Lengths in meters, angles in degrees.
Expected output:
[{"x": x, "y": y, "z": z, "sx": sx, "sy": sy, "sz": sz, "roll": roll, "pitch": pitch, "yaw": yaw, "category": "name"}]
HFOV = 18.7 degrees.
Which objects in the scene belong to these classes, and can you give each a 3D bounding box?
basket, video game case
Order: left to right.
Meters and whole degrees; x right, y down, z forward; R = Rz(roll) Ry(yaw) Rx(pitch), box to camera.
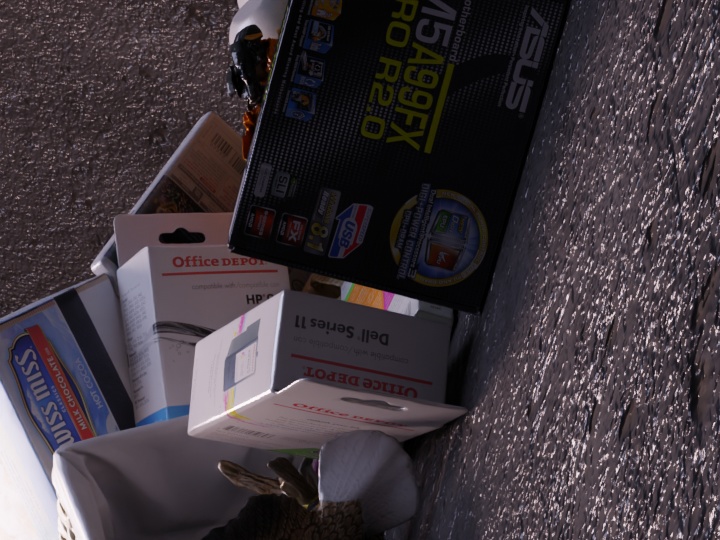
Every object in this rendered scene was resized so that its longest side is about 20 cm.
[{"x": -0.107, "y": 0.188, "z": 1.521, "sx": 0.136, "sy": 0.199, "sz": 0.124, "roll": 60, "pitch": 150, "yaw": 36, "category": "basket"}, {"x": -0.094, "y": 0.001, "z": 1.728, "sx": 0.023, "sy": 0.200, "sz": 0.182, "roll": -28, "pitch": 23, "yaw": 49, "category": "video game case"}]

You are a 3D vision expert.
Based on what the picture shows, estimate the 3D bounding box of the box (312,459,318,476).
[{"x": -0.029, "y": 0.161, "z": 1.698, "sx": 0.137, "sy": 0.039, "sz": 0.201, "roll": -87, "pitch": 13, "yaw": -58, "category": "box"}]

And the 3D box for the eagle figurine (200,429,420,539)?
[{"x": -0.040, "y": 0.203, "z": 1.315, "sx": 0.151, "sy": 0.151, "sz": 0.200, "roll": 68, "pitch": -152, "yaw": -23, "category": "eagle figurine"}]

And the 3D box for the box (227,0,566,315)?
[{"x": 0.020, "y": -0.090, "z": 1.311, "sx": 0.044, "sy": 0.159, "sz": 0.201, "roll": -100, "pitch": 25, "yaw": -77, "category": "box"}]

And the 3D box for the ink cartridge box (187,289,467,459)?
[{"x": -0.020, "y": 0.065, "z": 1.353, "sx": 0.200, "sy": 0.117, "sz": 0.068, "roll": 151, "pitch": 128, "yaw": -63, "category": "ink cartridge box"}]

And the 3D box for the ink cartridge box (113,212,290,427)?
[{"x": -0.112, "y": 0.045, "z": 1.631, "sx": 0.068, "sy": 0.116, "sz": 0.201, "roll": -31, "pitch": 65, "yaw": 59, "category": "ink cartridge box"}]

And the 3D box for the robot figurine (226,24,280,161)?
[{"x": -0.044, "y": -0.101, "z": 1.661, "sx": 0.058, "sy": 0.145, "sz": 0.201, "roll": -25, "pitch": 46, "yaw": 20, "category": "robot figurine"}]

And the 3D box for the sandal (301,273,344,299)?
[{"x": -0.006, "y": -0.001, "z": 1.679, "sx": 0.212, "sy": 0.077, "sz": 0.070, "roll": -78, "pitch": 0, "yaw": -60, "category": "sandal"}]

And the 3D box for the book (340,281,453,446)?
[{"x": 0.027, "y": 0.024, "z": 1.510, "sx": 0.200, "sy": 0.048, "sz": 0.134, "roll": -88, "pitch": 17, "yaw": -56, "category": "book"}]

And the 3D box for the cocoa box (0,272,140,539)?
[{"x": -0.230, "y": 0.127, "z": 1.653, "sx": 0.131, "sy": 0.201, "sz": 0.133, "roll": -28, "pitch": 4, "yaw": -42, "category": "cocoa box"}]

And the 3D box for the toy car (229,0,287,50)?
[{"x": -0.019, "y": -0.217, "z": 2.007, "sx": 0.150, "sy": 0.175, "sz": 0.200, "roll": -32, "pitch": 26, "yaw": 21, "category": "toy car"}]
